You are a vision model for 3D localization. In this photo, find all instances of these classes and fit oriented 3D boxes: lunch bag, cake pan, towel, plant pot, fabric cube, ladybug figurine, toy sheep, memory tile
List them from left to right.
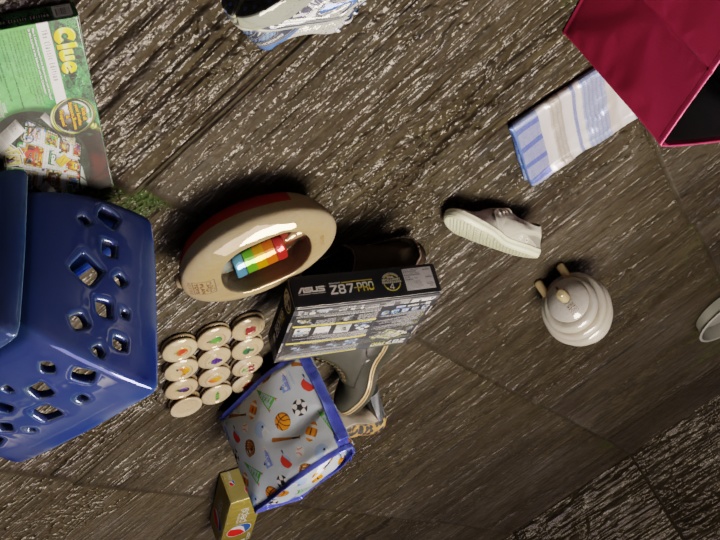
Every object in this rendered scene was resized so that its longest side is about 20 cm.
[{"bbox_3d":[-0.321,0.037,0.759,0.198,0.203,0.179,-27,144,23],"label":"plant pot"},{"bbox_3d":[-0.210,0.139,1.174,0.151,0.017,0.202,-16,146,-20],"label":"memory tile"},{"bbox_3d":[-0.126,-0.032,0.950,0.197,0.073,0.137,-22,148,-14],"label":"ladybug figurine"},{"bbox_3d":[-0.101,0.242,1.239,0.123,0.172,0.200,-5,147,-46],"label":"lunch bag"},{"bbox_3d":[0.376,0.065,1.430,0.138,0.139,0.199,-41,146,19],"label":"toy sheep"},{"bbox_3d":[0.297,-0.204,1.098,0.198,0.024,0.147,-32,147,4],"label":"towel"},{"bbox_3d":[0.385,-0.282,0.895,0.193,0.201,0.202,-8,143,-29],"label":"fabric cube"},{"bbox_3d":[0.904,0.098,1.990,0.197,0.037,0.202,-21,147,-14],"label":"cake pan"}]

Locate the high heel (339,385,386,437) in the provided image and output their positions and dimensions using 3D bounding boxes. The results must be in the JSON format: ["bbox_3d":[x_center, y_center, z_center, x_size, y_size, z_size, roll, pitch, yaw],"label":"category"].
[{"bbox_3d":[-0.037,0.299,1.478,0.198,0.072,0.144,-31,143,-15],"label":"high heel"}]

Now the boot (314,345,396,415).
[{"bbox_3d":[-0.038,0.147,1.283,0.136,0.078,0.202,2,125,-33],"label":"boot"}]

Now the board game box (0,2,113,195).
[{"bbox_3d":[-0.285,-0.138,0.723,0.103,0.024,0.202,-15,146,-18],"label":"board game box"}]

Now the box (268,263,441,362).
[{"bbox_3d":[-0.011,0.057,1.062,0.196,0.050,0.162,-7,151,-20],"label":"box"}]

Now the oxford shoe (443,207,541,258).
[{"bbox_3d":[0.194,-0.066,1.182,0.198,0.075,0.059,16,86,-39],"label":"oxford shoe"}]

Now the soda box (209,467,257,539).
[{"bbox_3d":[-0.236,0.446,1.535,0.067,0.065,0.202,-11,143,-26],"label":"soda box"}]

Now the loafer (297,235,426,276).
[{"bbox_3d":[0.000,0.000,1.093,0.197,0.074,0.072,-21,149,-13],"label":"loafer"}]

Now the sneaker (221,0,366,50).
[{"bbox_3d":[-0.025,-0.261,0.729,0.197,0.078,0.085,-22,158,2],"label":"sneaker"}]
